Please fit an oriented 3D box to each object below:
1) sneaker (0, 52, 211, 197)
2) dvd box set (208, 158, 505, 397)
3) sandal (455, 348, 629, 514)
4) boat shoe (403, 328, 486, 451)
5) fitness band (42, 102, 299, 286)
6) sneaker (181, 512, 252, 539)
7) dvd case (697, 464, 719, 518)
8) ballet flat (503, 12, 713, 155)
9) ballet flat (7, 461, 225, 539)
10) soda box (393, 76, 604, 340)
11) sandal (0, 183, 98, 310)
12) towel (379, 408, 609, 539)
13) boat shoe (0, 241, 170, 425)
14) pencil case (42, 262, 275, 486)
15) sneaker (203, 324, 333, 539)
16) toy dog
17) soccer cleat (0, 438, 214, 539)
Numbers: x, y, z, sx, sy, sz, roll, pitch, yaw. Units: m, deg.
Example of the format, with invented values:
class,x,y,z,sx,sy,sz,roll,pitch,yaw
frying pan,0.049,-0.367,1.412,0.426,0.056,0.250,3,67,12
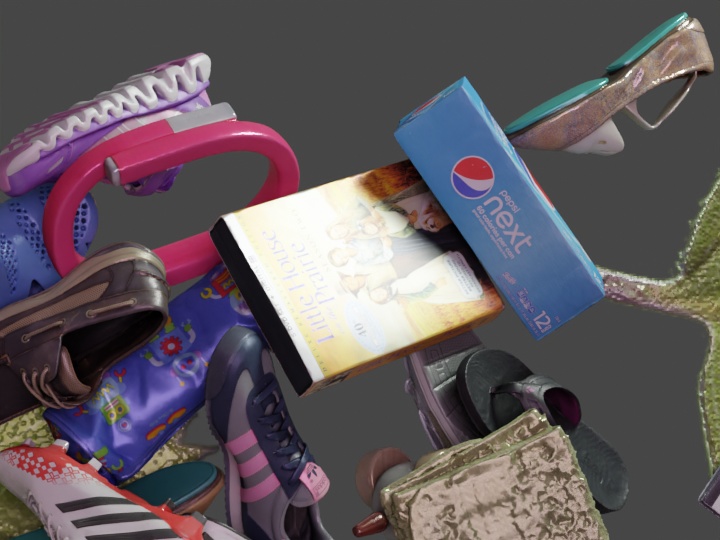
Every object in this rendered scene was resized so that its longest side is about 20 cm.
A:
class,x,y,z,sx,sy,sz,roll,pitch,yaw
sneaker,-0.180,-0.091,1.303,0.200,0.080,0.089,-30,107,-36
dvd box set,0.000,0.000,1.318,0.199,0.029,0.147,-18,72,-38
sandal,0.152,0.118,1.353,0.200,0.048,0.076,37,47,-31
boat shoe,0.080,0.124,1.364,0.074,0.065,0.203,-30,94,-41
fitness band,-0.139,-0.048,1.295,0.199,0.144,0.037,-19,49,-21
sneaker,-0.077,0.278,1.283,0.200,0.083,0.121,37,66,-25
dvd case,0.398,0.189,1.453,0.200,0.016,0.149,37,80,-8
ballet flat,0.209,-0.135,1.417,0.199,0.068,0.067,-33,99,-11
ballet flat,-0.190,0.205,1.309,0.199,0.069,0.063,-21,118,-11
soda box,0.110,-0.049,1.368,0.068,0.064,0.200,-34,99,12
sandal,-0.276,0.002,1.287,0.200,0.087,0.080,-40,91,-16
towel,0.115,0.217,1.270,0.148,0.036,0.201,-25,91,-4
boat shoe,-0.223,0.059,1.261,0.200,0.073,0.074,-38,133,9
pencil case,-0.141,0.078,1.311,0.200,0.078,0.087,-40,60,-12
sneaker,-0.060,0.130,1.280,0.070,0.082,0.201,-46,139,-41
toy dog,0.058,0.226,1.329,0.096,0.132,0.200,-37,84,-35
soccer cleat,-0.195,0.184,1.235,0.199,0.069,0.085,21,58,25
